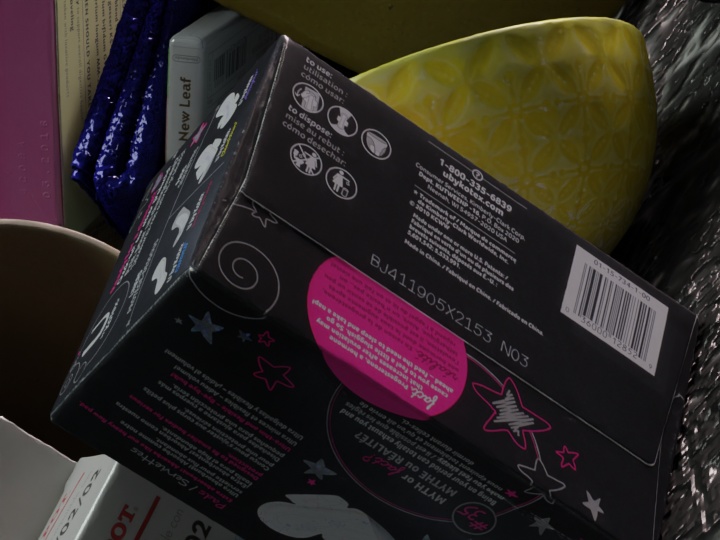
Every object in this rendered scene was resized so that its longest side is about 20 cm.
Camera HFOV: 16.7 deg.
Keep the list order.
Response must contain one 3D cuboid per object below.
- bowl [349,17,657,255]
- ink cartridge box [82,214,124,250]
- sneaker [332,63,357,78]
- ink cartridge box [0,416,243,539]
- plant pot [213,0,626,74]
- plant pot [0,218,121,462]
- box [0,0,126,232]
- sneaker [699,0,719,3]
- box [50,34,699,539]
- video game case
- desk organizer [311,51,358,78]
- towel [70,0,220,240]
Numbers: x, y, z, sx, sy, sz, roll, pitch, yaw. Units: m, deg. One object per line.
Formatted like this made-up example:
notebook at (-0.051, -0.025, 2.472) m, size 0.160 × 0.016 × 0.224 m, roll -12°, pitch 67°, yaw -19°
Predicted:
bowl at (0.043, -0.017, 1.038) m, size 0.200 × 0.199 × 0.108 m, roll -35°, pitch 69°, yaw 56°
ink cartridge box at (-0.146, -0.006, 1.430) m, size 0.200 × 0.075 × 0.166 m, roll -38°, pitch -37°, yaw -55°
sneaker at (-0.040, -0.129, 1.638) m, size 0.201 × 0.078 × 0.070 m, roll -58°, pitch 15°, yaw 1°
ink cartridge box at (-0.082, 0.150, 0.967) m, size 0.116 × 0.199 × 0.068 m, roll -63°, pitch 16°, yaw -17°
plant pot at (0.046, -0.197, 1.255) m, size 0.195 × 0.199 × 0.196 m, roll -53°, pitch 16°, yaw 18°
plant pot at (-0.170, 0.103, 1.107) m, size 0.188 × 0.187 × 0.200 m, roll -66°, pitch 5°, yaw -28°
box at (-0.163, -0.135, 1.296) m, size 0.200 × 0.096 × 0.177 m, roll -53°, pitch -32°, yaw -60°
sneaker at (0.172, -0.172, 1.090) m, size 0.082 × 0.073 × 0.200 m, roll 114°, pitch -179°, yaw -46°
box at (0.008, 0.035, 0.908) m, size 0.115 × 0.200 × 0.133 m, roll -42°, pitch 21°, yaw 42°
video game case at (-0.066, -0.055, 1.296) m, size 0.200 × 0.022 × 0.183 m, roll -53°, pitch -32°, yaw -68°
desk organizer at (-0.049, -0.075, 1.576) m, size 0.200 × 0.072 × 0.077 m, roll -56°, pitch 17°, yaw 9°
towel at (-0.100, -0.067, 1.303) m, size 0.200 × 0.049 × 0.148 m, roll 69°, pitch -150°, yaw -66°
